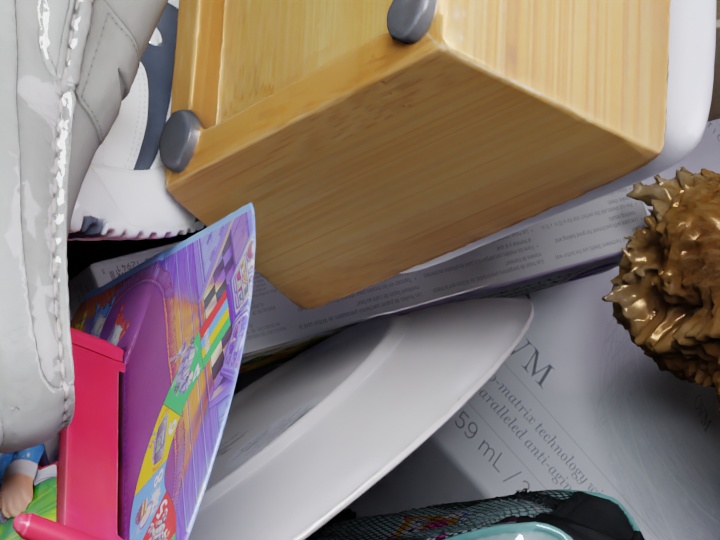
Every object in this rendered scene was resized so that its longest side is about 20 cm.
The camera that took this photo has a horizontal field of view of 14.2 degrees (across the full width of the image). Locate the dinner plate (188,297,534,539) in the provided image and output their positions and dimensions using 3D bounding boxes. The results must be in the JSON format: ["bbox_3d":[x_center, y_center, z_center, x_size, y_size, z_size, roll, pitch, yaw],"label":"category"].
[{"bbox_3d":[-0.038,0.060,0.810,0.024,0.200,0.200,55,29,-8],"label":"dinner plate"}]

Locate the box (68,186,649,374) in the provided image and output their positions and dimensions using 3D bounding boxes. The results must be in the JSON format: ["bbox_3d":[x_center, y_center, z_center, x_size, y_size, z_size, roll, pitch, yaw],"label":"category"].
[{"bbox_3d":[0.000,0.000,0.889,0.199,0.039,0.042,-16,82,-32],"label":"box"}]

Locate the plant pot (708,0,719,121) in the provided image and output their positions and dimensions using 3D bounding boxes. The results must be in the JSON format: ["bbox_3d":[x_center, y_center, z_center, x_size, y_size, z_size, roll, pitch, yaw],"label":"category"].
[{"bbox_3d":[0.086,-0.122,0.937,0.135,0.199,0.201,108,2,-57],"label":"plant pot"}]

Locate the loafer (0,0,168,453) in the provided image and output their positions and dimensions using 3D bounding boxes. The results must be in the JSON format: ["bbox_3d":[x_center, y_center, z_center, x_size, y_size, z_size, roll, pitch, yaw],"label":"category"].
[{"bbox_3d":[-0.078,-0.058,0.679,0.070,0.069,0.201,155,-68,-69],"label":"loafer"}]

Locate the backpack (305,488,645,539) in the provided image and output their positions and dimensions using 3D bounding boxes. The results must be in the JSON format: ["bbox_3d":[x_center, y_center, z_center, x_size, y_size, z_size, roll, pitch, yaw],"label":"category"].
[{"bbox_3d":[-0.010,0.164,0.869,0.153,0.199,0.177,-10,91,-65],"label":"backpack"}]

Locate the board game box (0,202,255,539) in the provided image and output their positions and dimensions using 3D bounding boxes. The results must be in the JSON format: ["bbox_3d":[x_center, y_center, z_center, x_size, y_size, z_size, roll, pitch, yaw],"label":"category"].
[{"bbox_3d":[-0.090,0.060,0.734,0.200,0.039,0.159,-25,-135,65],"label":"board game box"}]

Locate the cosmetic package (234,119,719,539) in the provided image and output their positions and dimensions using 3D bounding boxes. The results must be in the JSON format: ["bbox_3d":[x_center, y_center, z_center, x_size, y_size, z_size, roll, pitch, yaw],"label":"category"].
[{"bbox_3d":[0.085,0.047,1.036,0.199,0.123,0.200,48,55,-22],"label":"cosmetic package"}]

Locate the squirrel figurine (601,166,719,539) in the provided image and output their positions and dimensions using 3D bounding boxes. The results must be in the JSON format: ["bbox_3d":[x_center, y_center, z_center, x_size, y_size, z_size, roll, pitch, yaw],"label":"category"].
[{"bbox_3d":[0.162,0.049,0.902,0.187,0.141,0.201,-73,142,-61],"label":"squirrel figurine"}]

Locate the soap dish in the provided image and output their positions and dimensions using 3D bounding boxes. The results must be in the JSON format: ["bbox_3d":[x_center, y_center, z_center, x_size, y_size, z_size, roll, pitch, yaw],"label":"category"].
[{"bbox_3d":[0.018,-0.106,0.729,0.081,0.157,0.201,14,70,-30],"label":"soap dish"}]

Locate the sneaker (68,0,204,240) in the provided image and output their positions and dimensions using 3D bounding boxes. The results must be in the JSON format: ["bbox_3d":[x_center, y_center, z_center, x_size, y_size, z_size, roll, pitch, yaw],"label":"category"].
[{"bbox_3d":[-0.067,-0.074,0.795,0.199,0.079,0.131,-11,95,-56],"label":"sneaker"}]
